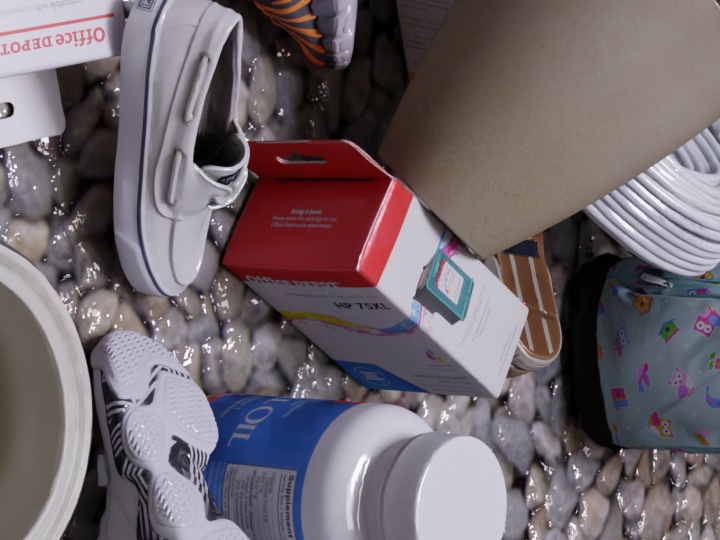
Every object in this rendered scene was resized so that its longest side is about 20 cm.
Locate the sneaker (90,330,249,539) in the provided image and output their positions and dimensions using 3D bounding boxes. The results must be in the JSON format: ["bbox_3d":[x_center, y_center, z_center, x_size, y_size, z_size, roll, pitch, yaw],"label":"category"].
[{"bbox_3d":[-0.130,0.140,1.266,0.075,0.115,0.201,9,49,-49],"label":"sneaker"}]

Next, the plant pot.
[{"bbox_3d":[0.112,-0.109,1.367,0.200,0.187,0.187,-46,131,2],"label":"plant pot"}]

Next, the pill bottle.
[{"bbox_3d":[-0.017,0.130,1.296,0.112,0.199,0.113,-1,91,-49],"label":"pill bottle"}]

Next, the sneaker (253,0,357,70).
[{"bbox_3d":[-0.059,-0.183,1.342,0.200,0.111,0.078,79,13,-67],"label":"sneaker"}]

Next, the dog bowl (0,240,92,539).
[{"bbox_3d":[-0.233,0.078,1.143,0.199,0.073,0.202,-1,91,-50],"label":"dog bowl"}]

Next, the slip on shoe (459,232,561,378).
[{"bbox_3d":[0.091,-0.023,1.529,0.076,0.060,0.202,8,66,-41],"label":"slip on shoe"}]

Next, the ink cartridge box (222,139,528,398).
[{"bbox_3d":[0.000,0.000,1.378,0.200,0.116,0.068,42,61,-40],"label":"ink cartridge box"}]

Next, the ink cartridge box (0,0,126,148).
[{"bbox_3d":[-0.190,-0.164,1.192,0.116,0.067,0.202,-18,105,-47],"label":"ink cartridge box"}]

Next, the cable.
[{"bbox_3d":[0.187,-0.086,1.557,0.199,0.069,0.201,32,27,-30],"label":"cable"}]

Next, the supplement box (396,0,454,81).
[{"bbox_3d":[0.079,-0.228,1.456,0.126,0.073,0.201,-49,143,-36],"label":"supplement box"}]

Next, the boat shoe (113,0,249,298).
[{"bbox_3d":[-0.093,-0.065,1.258,0.072,0.065,0.201,-48,150,-52],"label":"boat shoe"}]

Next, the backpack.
[{"bbox_3d":[0.249,0.065,1.603,0.126,0.199,0.168,-22,108,-46],"label":"backpack"}]
